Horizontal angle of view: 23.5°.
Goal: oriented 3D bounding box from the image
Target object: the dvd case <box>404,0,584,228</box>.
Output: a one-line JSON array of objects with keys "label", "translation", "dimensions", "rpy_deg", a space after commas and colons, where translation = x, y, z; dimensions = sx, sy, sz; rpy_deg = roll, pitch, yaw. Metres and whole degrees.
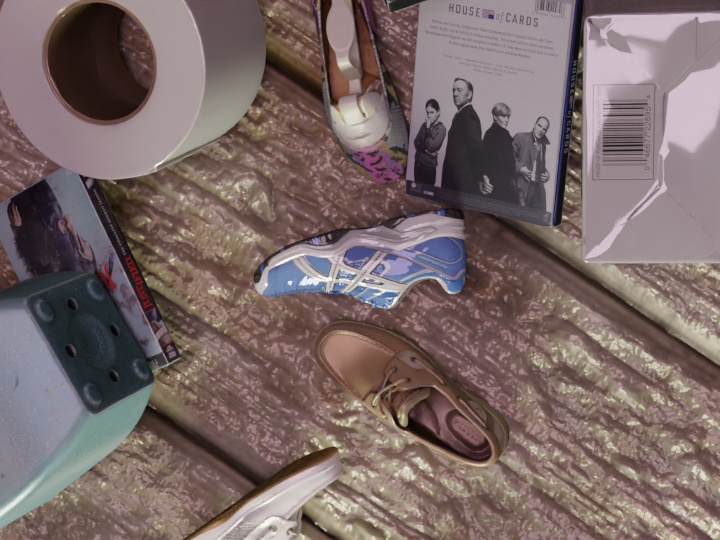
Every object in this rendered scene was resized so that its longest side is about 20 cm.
[{"label": "dvd case", "translation": [0.113, -0.149, 1.488], "dimensions": [0.150, 0.025, 0.201], "rpy_deg": [15, 111, 29]}]

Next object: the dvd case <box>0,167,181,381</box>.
[{"label": "dvd case", "translation": [-0.255, 0.011, 1.583], "dimensions": [0.146, 0.022, 0.201], "rpy_deg": [-22, 96, 42]}]

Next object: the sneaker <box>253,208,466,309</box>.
[{"label": "sneaker", "translation": [0.000, 0.000, 1.541], "dimensions": [0.199, 0.076, 0.077], "rpy_deg": [-13, 88, 13]}]

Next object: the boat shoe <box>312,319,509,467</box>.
[{"label": "boat shoe", "translation": [0.043, 0.108, 1.548], "dimensions": [0.199, 0.065, 0.072], "rpy_deg": [30, 100, 7]}]

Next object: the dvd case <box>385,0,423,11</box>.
[{"label": "dvd case", "translation": [0.063, -0.327, 1.465], "dimensions": [0.150, 0.025, 0.201], "rpy_deg": [-19, 67, -1]}]

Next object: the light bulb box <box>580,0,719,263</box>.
[{"label": "light bulb box", "translation": [0.242, -0.124, 1.401], "dimensions": [0.124, 0.200, 0.199], "rpy_deg": [1, 105, 7]}]

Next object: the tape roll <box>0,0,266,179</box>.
[{"label": "tape roll", "translation": [-0.199, -0.191, 1.514], "dimensions": [0.202, 0.139, 0.204], "rpy_deg": [5, 107, 18]}]

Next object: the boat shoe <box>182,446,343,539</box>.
[{"label": "boat shoe", "translation": [-0.084, 0.234, 1.586], "dimensions": [0.200, 0.071, 0.069], "rpy_deg": [-36, 89, 21]}]

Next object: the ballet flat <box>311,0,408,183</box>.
[{"label": "ballet flat", "translation": [-0.007, -0.173, 1.529], "dimensions": [0.069, 0.071, 0.201], "rpy_deg": [-12, 93, 11]}]

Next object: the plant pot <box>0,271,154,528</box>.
[{"label": "plant pot", "translation": [-0.301, 0.105, 1.530], "dimensions": [0.200, 0.196, 0.197], "rpy_deg": [-31, 89, 26]}]
